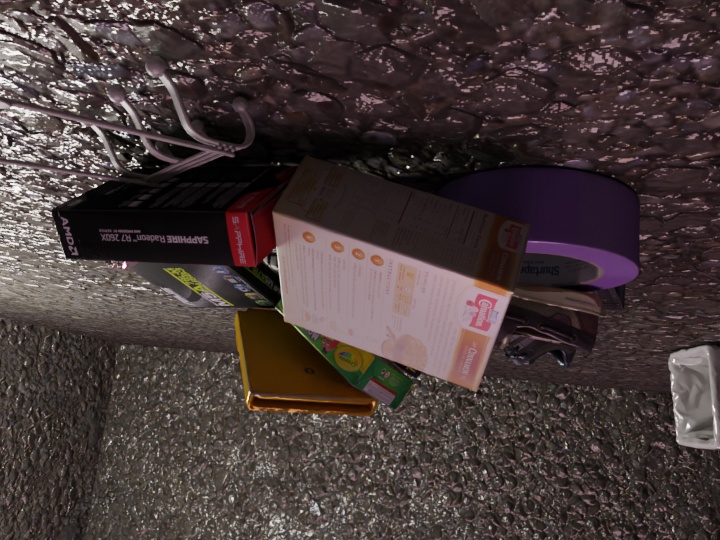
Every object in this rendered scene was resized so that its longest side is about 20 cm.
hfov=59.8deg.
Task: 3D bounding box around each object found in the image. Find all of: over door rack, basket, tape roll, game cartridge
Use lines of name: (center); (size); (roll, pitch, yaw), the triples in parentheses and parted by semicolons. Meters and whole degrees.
over door rack: (-0.194, -0.099, 0.442); (0.197, 0.069, 0.145); (-11, -177, -43)
basket: (0.763, 0.264, 1.303); (0.155, 0.207, 0.199); (-1, 167, 4)
tape roll: (0.165, -0.031, 0.607); (0.193, 0.068, 0.200); (7, 167, 2)
game cartridge: (-0.082, 0.121, 0.863); (0.171, 0.033, 0.201); (8, -156, -20)

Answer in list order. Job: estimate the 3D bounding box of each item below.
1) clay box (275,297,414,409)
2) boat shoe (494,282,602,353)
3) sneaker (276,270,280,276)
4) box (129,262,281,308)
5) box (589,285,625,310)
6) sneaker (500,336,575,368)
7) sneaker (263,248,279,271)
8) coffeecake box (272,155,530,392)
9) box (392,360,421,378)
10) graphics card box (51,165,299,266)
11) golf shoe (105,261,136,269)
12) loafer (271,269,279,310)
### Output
clay box: (-0.030, 0.089, 0.809); (0.199, 0.048, 0.115); (37, 177, 40)
boat shoe: (0.150, 0.048, 0.655); (0.193, 0.067, 0.072); (5, 168, 8)
sneaker: (-0.002, 0.009, 0.733); (0.194, 0.082, 0.090); (-1, 124, 22)
box: (-0.231, -0.005, 0.880); (0.188, 0.049, 0.200); (-3, 152, 27)
box: (0.225, 0.010, 0.790); (0.195, 0.050, 0.157); (0, 166, 29)
sneaker: (0.189, 0.075, 0.788); (0.193, 0.084, 0.074); (7, 168, -3)
sneaker: (-0.032, -0.033, 0.672); (0.196, 0.078, 0.078); (-5, 166, 43)
coffeecake box: (0.030, 0.007, 0.544); (0.195, 0.074, 0.156); (19, 143, 11)
box: (0.013, 0.067, 0.905); (0.199, 0.044, 0.160); (43, 177, 17)
graphics card box: (-0.155, -0.053, 0.561); (0.194, 0.052, 0.126); (3, -153, 17)
golf shoe: (-0.262, -0.048, 0.731); (0.090, 0.078, 0.198); (-23, -160, -27)
loafer: (-0.093, 0.043, 1.018); (0.197, 0.072, 0.069); (9, -160, -46)
